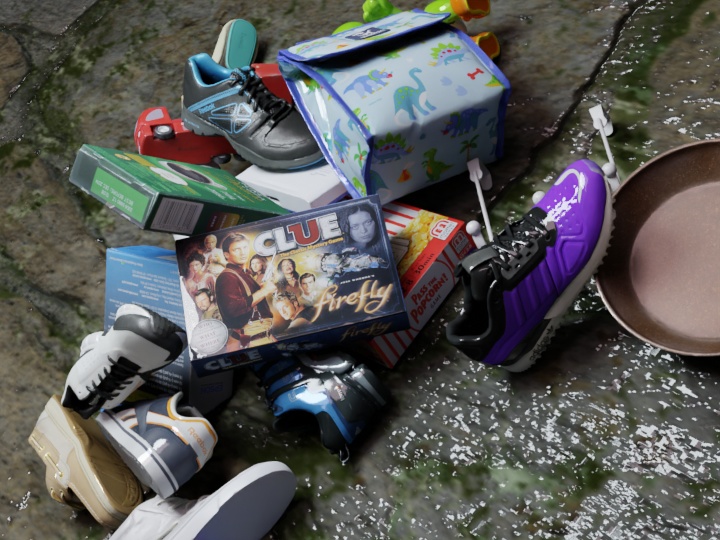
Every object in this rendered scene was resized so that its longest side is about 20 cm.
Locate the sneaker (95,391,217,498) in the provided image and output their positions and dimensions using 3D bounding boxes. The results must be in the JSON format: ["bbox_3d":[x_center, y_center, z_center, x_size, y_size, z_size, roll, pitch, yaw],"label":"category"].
[{"bbox_3d":[-0.190,0.159,1.275,0.079,0.079,0.200,-38,20,-17],"label":"sneaker"}]

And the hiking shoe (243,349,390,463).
[{"bbox_3d":[-0.071,0.103,1.252,0.200,0.074,0.087,20,69,39],"label":"hiking shoe"}]

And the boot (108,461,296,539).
[{"bbox_3d":[-0.155,0.223,1.210,0.200,0.074,0.096,-40,45,-2],"label":"boot"}]

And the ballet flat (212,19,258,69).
[{"bbox_3d":[-0.171,-0.229,1.673,0.069,0.070,0.201,-12,44,28],"label":"ballet flat"}]

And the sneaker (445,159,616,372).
[{"bbox_3d":[0.134,-0.005,1.123,0.201,0.099,0.070,-65,30,19],"label":"sneaker"}]

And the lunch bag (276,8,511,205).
[{"bbox_3d":[0.031,-0.183,1.357,0.169,0.128,0.200,-20,50,-19],"label":"lunch bag"}]

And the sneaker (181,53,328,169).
[{"bbox_3d":[-0.115,-0.167,1.418,0.199,0.082,0.073,22,41,27],"label":"sneaker"}]

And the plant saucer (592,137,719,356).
[{"bbox_3d":[0.292,-0.015,1.105,0.200,0.037,0.201,-11,59,20],"label":"plant saucer"}]

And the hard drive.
[{"bbox_3d":[-0.021,-0.127,1.432,0.200,0.025,0.132,-37,35,-28],"label":"hard drive"}]

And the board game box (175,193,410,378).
[{"bbox_3d":[-0.065,0.012,1.240,0.199,0.035,0.136,-13,57,0],"label":"board game box"}]

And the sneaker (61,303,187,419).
[{"bbox_3d":[-0.224,0.092,1.267,0.200,0.074,0.080,-34,26,56],"label":"sneaker"}]

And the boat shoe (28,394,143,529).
[{"bbox_3d":[-0.278,0.203,1.334,0.069,0.074,0.200,-51,39,3],"label":"boat shoe"}]

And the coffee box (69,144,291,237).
[{"bbox_3d":[-0.172,-0.070,1.325,0.123,0.200,0.044,31,105,34],"label":"coffee box"}]

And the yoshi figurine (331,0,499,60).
[{"bbox_3d":[0.045,-0.251,1.491,0.199,0.112,0.113,-7,55,36],"label":"yoshi figurine"}]

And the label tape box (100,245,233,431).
[{"bbox_3d":[-0.197,0.083,1.365,0.144,0.063,0.201,12,101,43],"label":"label tape box"}]

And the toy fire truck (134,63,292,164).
[{"bbox_3d":[-0.166,-0.180,1.548,0.199,0.049,0.141,-8,38,-15],"label":"toy fire truck"}]

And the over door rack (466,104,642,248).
[{"bbox_3d":[0.173,-0.068,1.247,0.147,0.067,0.200,-22,42,17],"label":"over door rack"}]

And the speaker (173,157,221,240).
[{"bbox_3d":[-0.168,-0.049,1.476,0.081,0.081,0.200,-34,40,5],"label":"speaker"}]

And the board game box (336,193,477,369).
[{"bbox_3d":[0.000,0.000,1.328,0.200,0.046,0.152,19,64,46],"label":"board game box"}]
